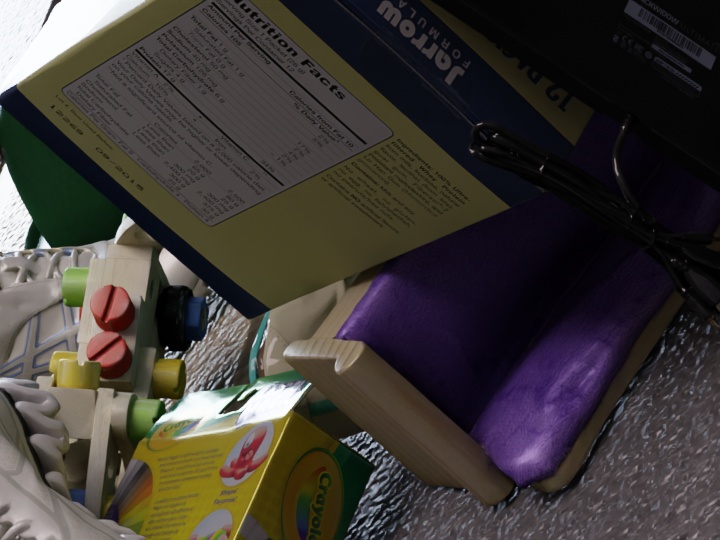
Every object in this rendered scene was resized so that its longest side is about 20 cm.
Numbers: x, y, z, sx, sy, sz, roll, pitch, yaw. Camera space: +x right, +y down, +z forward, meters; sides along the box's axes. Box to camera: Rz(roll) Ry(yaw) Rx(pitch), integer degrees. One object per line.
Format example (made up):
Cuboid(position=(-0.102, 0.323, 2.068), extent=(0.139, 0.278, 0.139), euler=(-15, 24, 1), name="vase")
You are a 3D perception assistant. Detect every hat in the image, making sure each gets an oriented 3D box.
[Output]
Cuboid(position=(-0.179, -0.106, 1.585), extent=(0.166, 0.176, 0.200), euler=(-40, 22, 17), name="hat")

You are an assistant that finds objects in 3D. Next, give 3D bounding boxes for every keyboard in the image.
Cuboid(position=(0.089, -0.056, 0.974), extent=(0.021, 0.200, 0.127), euler=(-46, 14, 54), name="keyboard")

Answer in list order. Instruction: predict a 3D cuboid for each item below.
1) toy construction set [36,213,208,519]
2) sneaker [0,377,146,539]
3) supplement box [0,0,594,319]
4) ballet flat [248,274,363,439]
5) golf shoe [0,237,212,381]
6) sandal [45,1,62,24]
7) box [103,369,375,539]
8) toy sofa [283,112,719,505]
Cuboid(position=(-0.101, 0.031, 1.274), extent=(0.131, 0.092, 0.200), euler=(73, -144, -63), name="toy construction set")
Cuboid(position=(-0.131, 0.098, 1.099), extent=(0.075, 0.081, 0.200), euler=(-50, 42, 6), name="sneaker")
Cuboid(position=(0.006, -0.116, 1.092), extent=(0.200, 0.134, 0.200), euler=(-23, 31, 55), name="supplement box")
Cuboid(position=(0.000, 0.000, 1.243), extent=(0.069, 0.069, 0.200), euler=(-36, 26, 28), name="ballet flat")
Cuboid(position=(-0.147, 0.019, 1.426), extent=(0.200, 0.097, 0.078), euler=(-41, 21, 13), name="golf shoe")
Cuboid(position=(-0.140, -0.136, 1.672), extent=(0.200, 0.045, 0.075), euler=(-39, -23, 33), name="sandal")
Cuboid(position=(-0.068, 0.130, 1.124), extent=(0.117, 0.048, 0.200), euler=(-14, 48, 54), name="box")
Cuboid(position=(0.071, -0.017, 1.095), extent=(0.200, 0.083, 0.098), euler=(-54, 21, -16), name="toy sofa")
